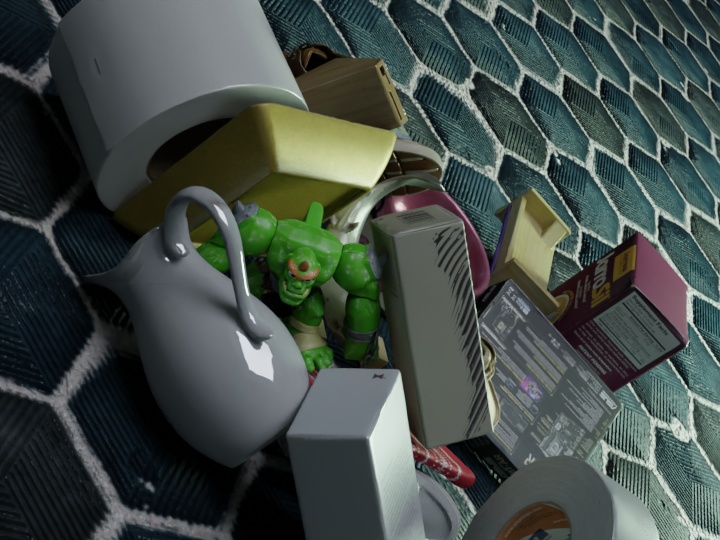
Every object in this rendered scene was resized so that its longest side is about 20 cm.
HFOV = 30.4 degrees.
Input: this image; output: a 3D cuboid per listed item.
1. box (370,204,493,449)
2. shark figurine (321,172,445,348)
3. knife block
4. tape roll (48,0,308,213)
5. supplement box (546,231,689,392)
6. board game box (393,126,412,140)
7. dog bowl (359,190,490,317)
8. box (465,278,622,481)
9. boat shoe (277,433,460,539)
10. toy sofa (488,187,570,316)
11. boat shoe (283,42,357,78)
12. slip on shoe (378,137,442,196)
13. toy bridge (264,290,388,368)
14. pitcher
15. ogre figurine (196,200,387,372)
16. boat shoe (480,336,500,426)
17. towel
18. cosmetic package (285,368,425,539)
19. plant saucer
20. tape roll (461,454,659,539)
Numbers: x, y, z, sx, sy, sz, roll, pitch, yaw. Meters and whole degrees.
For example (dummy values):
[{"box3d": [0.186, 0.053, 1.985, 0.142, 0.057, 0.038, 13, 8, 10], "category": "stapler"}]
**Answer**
[{"box3d": [0.064, 0.049, 1.181, 0.082, 0.068, 0.201, -135, -147, -70], "category": "box"}, {"box3d": [-0.005, -0.019, 1.311, 0.090, 0.127, 0.215, 76, 36, -61], "category": "shark figurine"}, {"box3d": [-0.069, -0.140, 1.277, 0.064, 0.175, 0.200, 65, -14, -18], "category": "knife block"}, {"box3d": [-0.161, -0.158, 1.178, 0.202, 0.202, 0.140, 6, 53, -52], "category": "tape roll"}, {"box3d": [0.278, 0.071, 1.558, 0.103, 0.200, 0.131, 45, 29, -13], "category": "supplement box"}, {"box3d": [-0.011, -0.168, 1.542, 0.199, 0.034, 0.135, 21, 29, -43], "category": "board game box"}, {"box3d": [0.066, -0.024, 1.487, 0.200, 0.074, 0.201, 36, 33, -28], "category": "dog bowl"}, {"box3d": [0.175, 0.135, 1.430, 0.200, 0.043, 0.160, 46, 59, -11], "category": "box"}, {"box3d": [0.013, 0.188, 1.164, 0.200, 0.072, 0.069, 44, 0, -16], "category": "boat shoe"}, {"box3d": [0.189, -0.007, 1.618, 0.083, 0.097, 0.200, 46, 31, -14], "category": "toy sofa"}, {"box3d": [-0.051, -0.214, 1.422, 0.072, 0.199, 0.068, -51, 147, -38], "category": "boat shoe"}, {"box3d": [-0.011, -0.125, 1.413, 0.199, 0.076, 0.061, 0, 49, -5], "category": "slip on shoe"}, {"box3d": [-0.051, 0.044, 1.295, 0.199, 0.027, 0.068, 25, 39, -40], "category": "toy bridge"}, {"box3d": [-0.115, 0.044, 1.059, 0.121, 0.172, 0.200, -31, 83, -42], "category": "pitcher"}, {"box3d": [-0.064, 0.008, 1.156, 0.199, 0.120, 0.098, 30, 34, 7], "category": "ogre figurine"}, {"box3d": [0.098, 0.095, 1.295, 0.200, 0.064, 0.072, 54, 44, -39], "category": "boat shoe"}, {"box3d": [0.006, 0.134, 1.220, 0.200, 0.023, 0.145, 31, 4, -34], "category": "towel"}, {"box3d": [0.001, 0.190, 1.069, 0.102, 0.071, 0.201, -60, 146, -59], "category": "cosmetic package"}, {"box3d": [-0.087, -0.067, 1.192, 0.199, 0.200, 0.049, 6, 58, -52], "category": "plant saucer"}, {"box3d": [0.171, 0.270, 1.194, 0.066, 0.200, 0.201, 35, 34, -27], "category": "tape roll"}]
